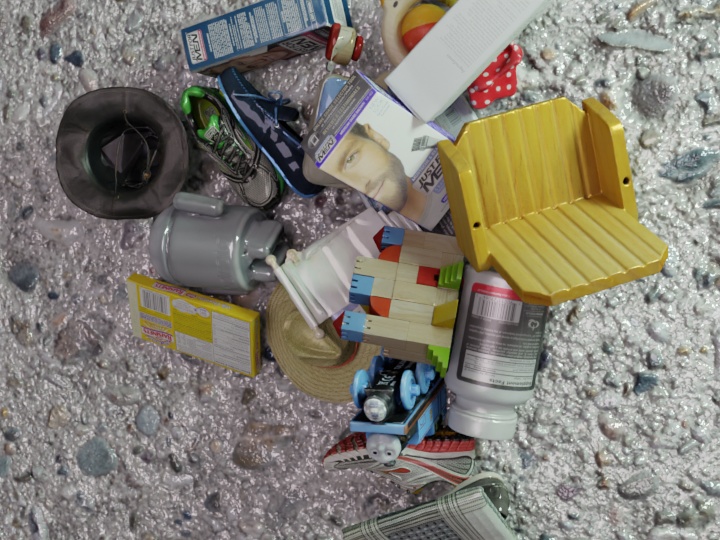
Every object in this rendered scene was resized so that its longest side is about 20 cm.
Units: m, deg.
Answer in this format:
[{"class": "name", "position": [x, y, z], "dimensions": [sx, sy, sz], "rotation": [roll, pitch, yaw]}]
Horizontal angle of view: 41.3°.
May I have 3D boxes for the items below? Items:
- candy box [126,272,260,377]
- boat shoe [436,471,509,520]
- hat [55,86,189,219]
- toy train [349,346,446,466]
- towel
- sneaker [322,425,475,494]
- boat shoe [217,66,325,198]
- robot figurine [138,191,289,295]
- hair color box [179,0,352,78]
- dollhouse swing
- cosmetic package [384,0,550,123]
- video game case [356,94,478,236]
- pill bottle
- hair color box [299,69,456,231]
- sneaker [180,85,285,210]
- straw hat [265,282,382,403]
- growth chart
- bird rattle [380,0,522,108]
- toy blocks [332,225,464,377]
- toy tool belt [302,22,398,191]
[{"class": "candy box", "position": [-0.229, 0.074, 1.315], "dimensions": [0.200, 0.026, 0.102], "rotation": [17, 130, 18]}, {"class": "boat shoe", "position": [0.102, 0.323, 1.196], "dimensions": [0.200, 0.067, 0.057], "rotation": [-40, 36, 24]}, {"class": "hat", "position": [-0.319, -0.163, 1.330], "dimensions": [0.200, 0.081, 0.201], "rotation": [2, 98, 12]}, {"class": "toy train", "position": [0.050, 0.158, 1.156], "dimensions": [0.087, 0.200, 0.114], "rotation": [-2, 103, 19]}, {"class": "towel", "position": [0.103, 0.351, 1.170], "dimensions": [0.192, 0.035, 0.200], "rotation": [-22, 126, 19]}, {"class": "sneaker", "position": [0.047, 0.248, 1.217], "dimensions": [0.200, 0.078, 0.082], "rotation": [-3, 97, 15]}, {"class": "boat shoe", "position": [-0.105, -0.191, 1.257], "dimensions": [0.069, 0.084, 0.200], "rotation": [-36, 101, 15]}, {"class": "robot figurine", "position": [-0.197, -0.033, 1.273], "dimensions": [0.200, 0.113, 0.170], "rotation": [4, 129, 20]}, {"class": "hair color box", "position": [-0.120, -0.307, 1.240], "dimensions": [0.200, 0.100, 0.061], "rotation": [-13, 89, 20]}, {"class": "dollhouse swing", "position": [0.215, -0.083, 1.046], "dimensions": [0.200, 0.176, 0.182], "rotation": [-16, 105, -8]}, {"class": "cosmetic package", "position": [0.124, -0.262, 1.062], "dimensions": [0.074, 0.102, 0.200], "rotation": [47, 111, -1]}, {"class": "video game case", "position": [0.084, -0.126, 1.219], "dimensions": [0.182, 0.023, 0.200], "rotation": [-33, 83, 18]}, {"class": "pill bottle", "position": [0.161, 0.098, 1.155], "dimensions": [0.111, 0.111, 0.200], "rotation": [11, 96, 19]}, {"class": "hair color box", "position": [0.041, -0.135, 1.117], "dimensions": [0.109, 0.200, 0.065], "rotation": [-52, 42, 15]}, {"class": "sneaker", "position": [-0.177, -0.161, 1.276], "dimensions": [0.078, 0.085, 0.200], "rotation": [-41, 80, 17]}, {"class": "straw hat", "position": [-0.053, 0.084, 1.243], "dimensions": [0.201, 0.085, 0.201], "rotation": [1, 92, 19]}, {"class": "growth chart", "position": [0.000, 0.000, 1.200], "dimensions": [0.200, 0.018, 0.145], "rotation": [-28, 81, -4]}, {"class": "bird rattle", "position": [0.108, -0.292, 1.169], "dimensions": [0.163, 0.113, 0.200], "rotation": [-12, 101, 17]}, {"class": "toy blocks", "position": [0.047, 0.026, 1.133], "dimensions": [0.137, 0.100, 0.200], "rotation": [10, 58, 4]}, {"class": "toy tool belt", "position": [0.004, -0.193, 1.183], "dimensions": [0.123, 0.125, 0.200], "rotation": [11, 97, -10]}]
